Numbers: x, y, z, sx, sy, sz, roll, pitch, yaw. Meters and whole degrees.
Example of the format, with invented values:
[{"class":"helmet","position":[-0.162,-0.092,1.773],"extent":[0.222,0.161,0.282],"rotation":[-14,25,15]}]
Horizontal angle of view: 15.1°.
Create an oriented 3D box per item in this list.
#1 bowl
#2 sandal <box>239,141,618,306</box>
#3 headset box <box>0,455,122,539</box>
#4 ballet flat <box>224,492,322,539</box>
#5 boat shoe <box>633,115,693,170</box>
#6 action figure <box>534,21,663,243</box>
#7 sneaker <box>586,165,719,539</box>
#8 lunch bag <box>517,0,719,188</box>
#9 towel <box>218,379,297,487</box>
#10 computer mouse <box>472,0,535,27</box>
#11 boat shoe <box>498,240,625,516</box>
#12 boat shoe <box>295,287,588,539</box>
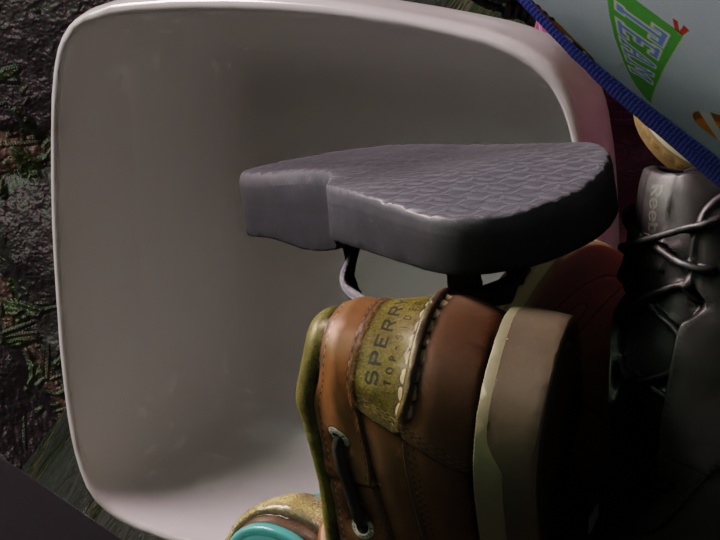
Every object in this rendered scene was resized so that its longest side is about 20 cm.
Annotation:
[{"class":"bowl","position":[0.000,0.000,0.909],"extent":[0.075,0.200,0.200],"rotation":[-34,-53,-56]},{"class":"sandal","position":[0.020,-0.011,0.760],"extent":[0.200,0.076,0.043],"rotation":[-165,66,-76]},{"class":"headset box","position":[-0.117,0.172,1.059],"extent":[0.093,0.174,0.200],"rotation":[-59,10,-27]},{"class":"ballet flat","position":[-0.028,0.167,0.891],"extent":[0.071,0.071,0.200],"rotation":[-96,18,-78]},{"class":"boat shoe","position":[0.157,-0.101,0.768],"extent":[0.200,0.072,0.065],"rotation":[-38,-24,-23]},{"class":"action figure","position":[0.078,-0.077,0.941],"extent":[0.149,0.134,0.200],"rotation":[-19,-36,-17]},{"class":"sneaker","position":[0.094,0.021,0.700],"extent":[0.200,0.091,0.076],"rotation":[-59,27,-13]},{"class":"lunch bag","position":[0.125,-0.087,0.598],"extent":[0.124,0.200,0.170],"rotation":[-59,8,-23]},{"class":"towel","position":[0.015,0.045,1.084],"extent":[0.200,0.035,0.193],"rotation":[-54,-15,-18]},{"class":"computer mouse","position":[0.131,-0.166,1.130],"extent":[0.046,0.200,0.141],"rotation":[-143,52,-69]},{"class":"boat shoe","position":[0.019,0.077,0.818],"extent":[0.063,0.073,0.201],"rotation":[25,91,47]},{"class":"boat shoe","position":[0.022,0.074,0.733],"extent":[0.200,0.068,0.072],"rotation":[87,-162,-46]}]
